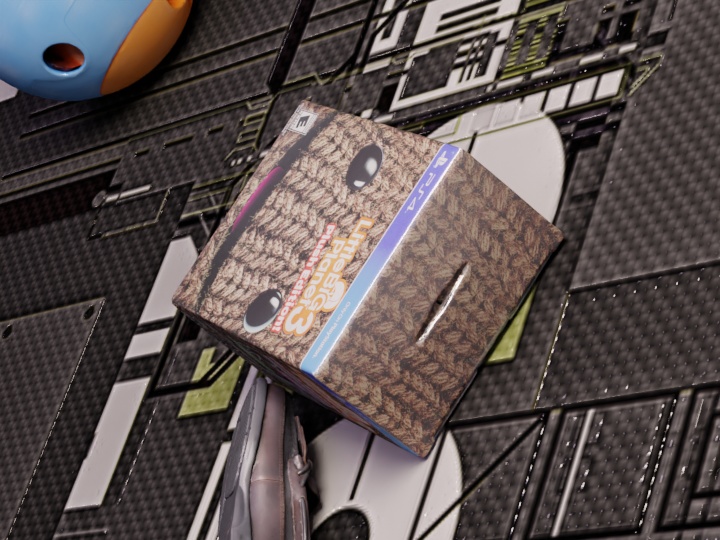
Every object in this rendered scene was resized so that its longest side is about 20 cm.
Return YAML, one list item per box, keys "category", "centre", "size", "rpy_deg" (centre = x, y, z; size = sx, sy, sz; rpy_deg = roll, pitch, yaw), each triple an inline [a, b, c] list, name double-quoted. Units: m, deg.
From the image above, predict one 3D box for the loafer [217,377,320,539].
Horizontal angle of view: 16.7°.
- category: "loafer"
  centre: [-0.052, 0.151, 1.471]
  size: [0.201, 0.062, 0.072]
  rpy_deg: [-85, 13, -47]

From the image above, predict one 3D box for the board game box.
- category: "board game box"
  centre: [0.000, 0.000, 1.500]
  size: [0.160, 0.097, 0.200]
  rpy_deg: [-57, 31, -7]

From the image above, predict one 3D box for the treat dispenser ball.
- category: "treat dispenser ball"
  centre: [-0.230, -0.236, 1.941]
  size: [0.200, 0.201, 0.202]
  rpy_deg: [-33, 36, 28]
